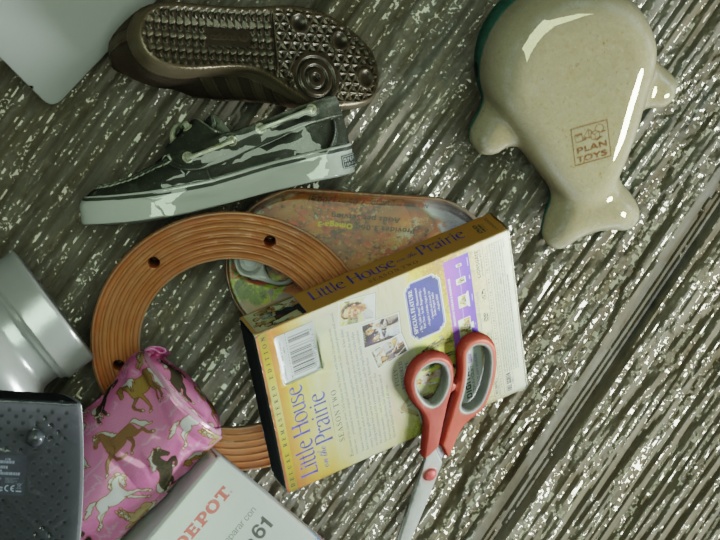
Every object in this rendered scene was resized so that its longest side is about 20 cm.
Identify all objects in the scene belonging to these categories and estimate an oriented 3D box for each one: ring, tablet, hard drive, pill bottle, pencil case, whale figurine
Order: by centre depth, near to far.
[{"bbox_3d":[-0.254,0.170,1.449,0.134,0.042,0.201,3,109,-11],"label":"hard drive"},{"bbox_3d":[-0.291,0.083,1.503,0.200,0.116,0.116,-37,95,-6],"label":"pill bottle"},{"bbox_3d":[-0.186,0.143,1.518,0.200,0.083,0.087,-42,118,7],"label":"pencil case"},{"bbox_3d":[-0.189,-0.227,1.523,0.200,0.014,0.130,-47,122,-4],"label":"tablet"},{"bbox_3d":[-0.091,0.050,1.548,0.200,0.019,0.201,-1,112,-3],"label":"ring"},{"bbox_3d":[0.149,-0.120,1.586,0.159,0.104,0.201,-17,117,-8],"label":"whale figurine"}]

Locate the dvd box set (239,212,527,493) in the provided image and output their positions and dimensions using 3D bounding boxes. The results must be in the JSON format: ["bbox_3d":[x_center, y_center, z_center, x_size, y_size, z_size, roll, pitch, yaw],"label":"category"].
[{"bbox_3d":[0.020,0.059,1.531,0.199,0.029,0.147,-23,127,-17],"label":"dvd box set"}]

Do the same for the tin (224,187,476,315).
[{"bbox_3d":[0.000,0.000,1.584,0.199,0.042,0.112,4,86,-8],"label":"tin"}]

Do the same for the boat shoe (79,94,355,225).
[{"bbox_3d":[-0.105,-0.077,1.541,0.199,0.071,0.064,-14,94,4],"label":"boat shoe"}]

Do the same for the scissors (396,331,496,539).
[{"bbox_3d":[0.058,0.135,1.571,0.073,0.014,0.201,-11,122,-27],"label":"scissors"}]

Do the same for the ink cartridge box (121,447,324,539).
[{"bbox_3d":[-0.081,0.239,1.543,0.200,0.085,0.145,41,85,-11],"label":"ink cartridge box"}]

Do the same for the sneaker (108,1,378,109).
[{"bbox_3d":[-0.085,-0.153,1.560,0.199,0.075,0.071,10,77,-30],"label":"sneaker"}]
